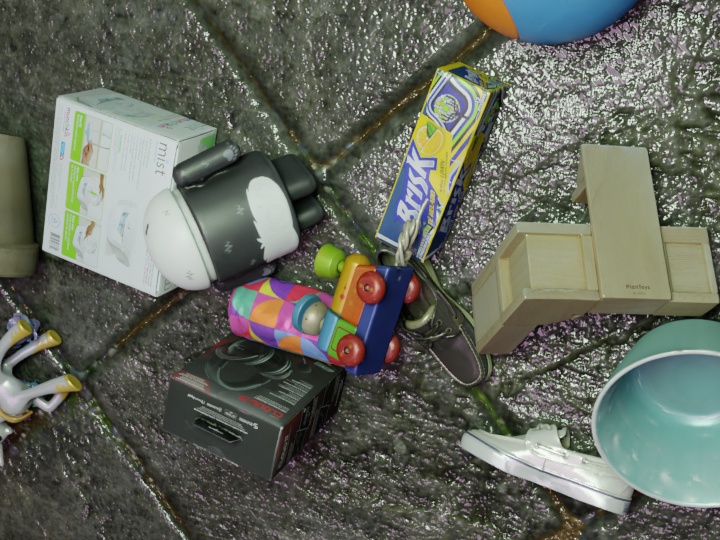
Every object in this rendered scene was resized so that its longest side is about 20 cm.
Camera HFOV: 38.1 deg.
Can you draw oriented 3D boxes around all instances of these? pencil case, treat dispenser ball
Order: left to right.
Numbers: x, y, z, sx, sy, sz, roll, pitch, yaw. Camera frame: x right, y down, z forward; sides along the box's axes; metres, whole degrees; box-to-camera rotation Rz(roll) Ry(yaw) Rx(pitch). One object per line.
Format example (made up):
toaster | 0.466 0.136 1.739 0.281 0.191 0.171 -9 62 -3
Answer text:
pencil case | -0.056 0.061 1.229 0.198 0.088 0.089 14 112 17
treat dispenser ball | 0.172 -0.306 0.936 0.199 0.201 0.203 8 110 22

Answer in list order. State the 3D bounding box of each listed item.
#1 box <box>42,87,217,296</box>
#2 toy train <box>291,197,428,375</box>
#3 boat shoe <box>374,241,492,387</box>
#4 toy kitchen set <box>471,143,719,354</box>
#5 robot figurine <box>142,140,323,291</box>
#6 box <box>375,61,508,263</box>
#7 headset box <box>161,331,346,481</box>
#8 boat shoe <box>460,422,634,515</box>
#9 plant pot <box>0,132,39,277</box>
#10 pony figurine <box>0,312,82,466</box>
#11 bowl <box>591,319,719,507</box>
box | -0.283 -0.097 1.268 0.175 0.097 0.202 19 113 17
toy train | 0.000 0.000 1.121 0.115 0.084 0.202 25 104 32
boat shoe | 0.074 0.052 1.174 0.073 0.065 0.201 -36 90 30
toy kitchen set | 0.232 -0.017 1.090 0.198 0.181 0.165 2 68 -10
robot figurine | -0.145 -0.059 1.170 0.199 0.125 0.151 -24 92 -12
box | 0.085 -0.114 1.112 0.064 0.070 0.202 27 115 16
headset box | -0.125 0.150 1.219 0.148 0.200 0.078 21 115 17
boat shoe | 0.212 0.206 1.170 0.198 0.071 0.070 18 86 22
plant pot | -0.500 -0.095 1.332 0.198 0.200 0.175 13 94 20
pony figurine | -0.502 0.151 1.433 0.199 0.167 0.193 -38 97 14
bowl | 0.337 0.129 1.044 0.199 0.105 0.202 9 125 13
